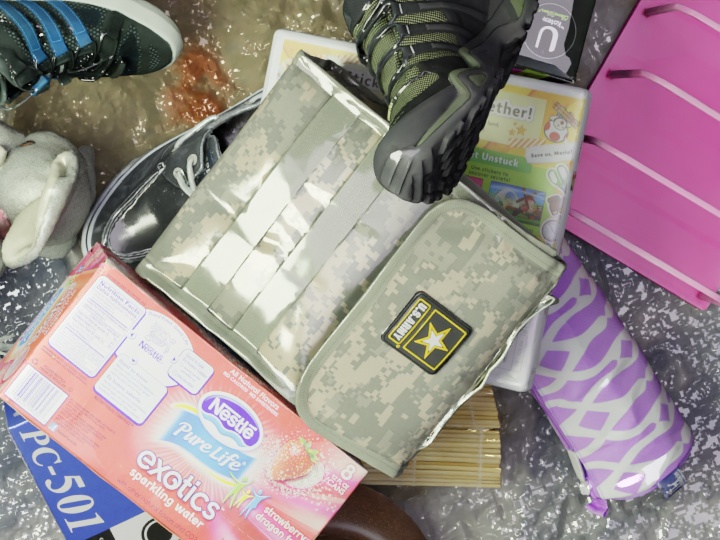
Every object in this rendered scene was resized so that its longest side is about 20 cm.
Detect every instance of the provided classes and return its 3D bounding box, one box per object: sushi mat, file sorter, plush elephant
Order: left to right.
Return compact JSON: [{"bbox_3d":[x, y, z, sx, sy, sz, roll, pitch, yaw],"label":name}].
[{"bbox_3d":[-0.235,-0.044,1.480,0.155,0.165,0.200,-45,95,-7],"label":"plush elephant"},{"bbox_3d":[-0.011,0.097,1.514,0.199,0.012,0.096,0,123,9],"label":"sushi mat"},{"bbox_3d":[0.216,-0.091,1.515,0.139,0.125,0.201,30,91,-5],"label":"file sorter"}]

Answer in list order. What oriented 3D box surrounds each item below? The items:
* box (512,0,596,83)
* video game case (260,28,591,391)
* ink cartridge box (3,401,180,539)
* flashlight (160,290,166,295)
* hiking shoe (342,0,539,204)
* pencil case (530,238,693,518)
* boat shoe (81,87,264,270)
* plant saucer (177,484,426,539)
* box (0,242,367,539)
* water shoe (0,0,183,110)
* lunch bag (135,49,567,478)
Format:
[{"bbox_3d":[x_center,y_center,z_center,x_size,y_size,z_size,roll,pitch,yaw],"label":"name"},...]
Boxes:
[{"bbox_3d":[0.092,-0.225,1.488,0.124,0.149,0.201,16,92,-4],"label":"box"},{"bbox_3d":[0.025,-0.038,1.464,0.199,0.023,0.183,13,94,16],"label":"video game case"},{"bbox_3d":[-0.139,0.152,1.520,0.094,0.044,0.201,-25,114,-2],"label":"ink cartridge box"},{"bbox_3d":[-0.100,0.028,1.534,0.200,0.068,0.068,-37,97,0],"label":"flashlight"},{"bbox_3d":[0.029,-0.112,1.342,0.100,0.200,0.076,23,130,4],"label":"hiking shoe"},{"bbox_3d":[0.129,0.056,1.523,0.085,0.084,0.200,-36,107,-8],"label":"pencil case"},{"bbox_3d":[-0.091,-0.060,1.528,0.199,0.068,0.072,-32,95,-1],"label":"boat shoe"},{"bbox_3d":[-0.038,0.228,1.533,0.199,0.034,0.201,-6,111,-17],"label":"plant saucer"},{"bbox_3d":[-0.106,0.086,1.421,0.200,0.095,0.103,39,91,-12],"label":"box"},{"bbox_3d":[-0.204,-0.128,1.455,0.199,0.072,0.079,7,60,-21],"label":"water shoe"},{"bbox_3d":[0.000,0.000,1.401,0.200,0.118,0.164,40,98,6],"label":"lunch bag"}]
